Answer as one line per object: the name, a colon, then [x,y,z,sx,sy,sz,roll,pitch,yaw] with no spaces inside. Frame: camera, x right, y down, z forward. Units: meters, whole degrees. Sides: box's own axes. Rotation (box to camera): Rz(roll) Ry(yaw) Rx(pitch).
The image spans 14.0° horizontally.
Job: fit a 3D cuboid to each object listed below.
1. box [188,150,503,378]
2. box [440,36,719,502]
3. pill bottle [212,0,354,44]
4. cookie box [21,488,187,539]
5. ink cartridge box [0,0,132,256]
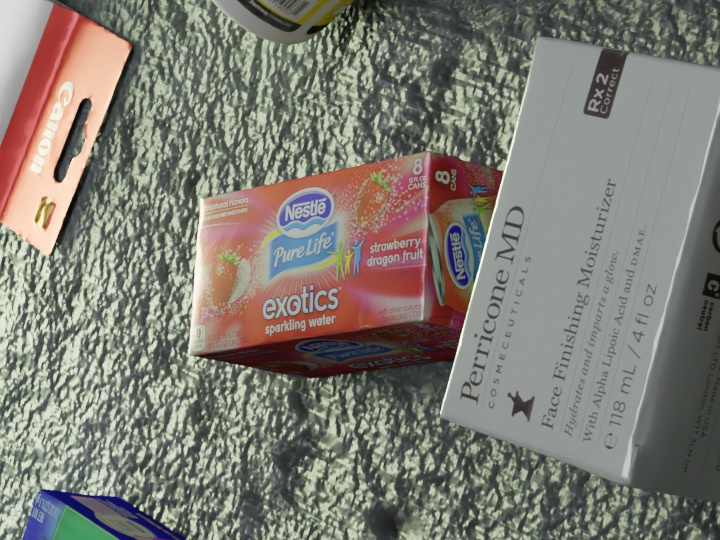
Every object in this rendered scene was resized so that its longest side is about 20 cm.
box: [0.000,0.000,1.698,0.200,0.095,0.100,-9,73,45]
box: [0.170,0.007,1.442,0.130,0.200,0.200,15,92,46]
pill bottle: [-0.006,-0.234,1.750,0.200,0.112,0.113,-39,55,32]
cookie box: [-0.158,0.260,1.815,0.171,0.075,0.201,26,100,45]
ink cartridge box: [-0.254,-0.120,2.031,0.200,0.050,0.162,33,104,48]
